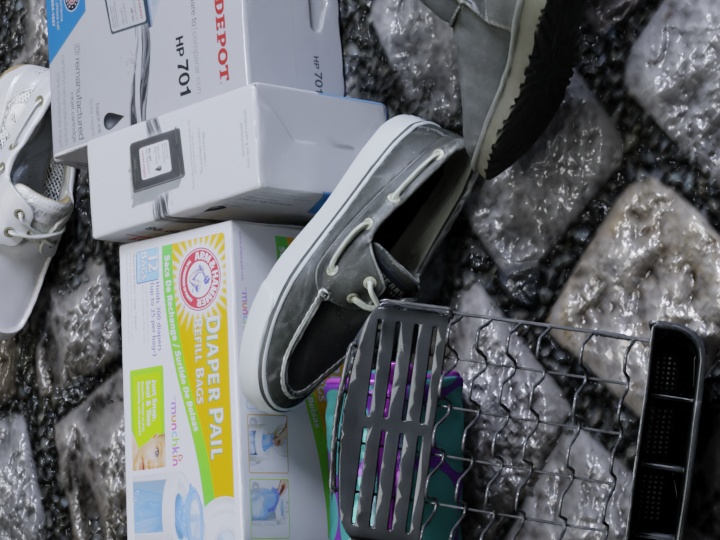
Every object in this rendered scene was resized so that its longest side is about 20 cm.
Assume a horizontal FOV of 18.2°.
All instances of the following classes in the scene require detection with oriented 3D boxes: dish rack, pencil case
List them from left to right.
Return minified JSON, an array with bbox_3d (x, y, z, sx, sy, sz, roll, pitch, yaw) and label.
[{"bbox_3d":[0.020,0.156,1.302,0.085,0.092,0.200,-1,82,6],"label":"pencil case"},{"bbox_3d":[0.081,0.093,1.217,0.200,0.055,0.154,8,90,11],"label":"dish rack"}]

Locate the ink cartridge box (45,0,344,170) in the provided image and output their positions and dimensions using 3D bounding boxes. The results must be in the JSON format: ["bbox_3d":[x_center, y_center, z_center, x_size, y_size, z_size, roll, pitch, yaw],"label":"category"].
[{"bbox_3d":[-0.113,-0.156,1.476,0.200,0.086,0.147,-15,75,45],"label":"ink cartridge box"}]

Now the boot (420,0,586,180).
[{"bbox_3d":[0.033,-0.169,1.278,0.200,0.073,0.182,35,136,21],"label":"boot"}]

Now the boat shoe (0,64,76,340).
[{"bbox_3d":[-0.238,-0.046,1.597,0.069,0.071,0.200,9,91,47],"label":"boat shoe"}]

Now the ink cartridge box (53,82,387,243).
[{"bbox_3d":[-0.090,-0.058,1.420,0.200,0.116,0.067,-15,77,44],"label":"ink cartridge box"}]

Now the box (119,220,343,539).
[{"bbox_3d":[-0.075,0.076,1.400,0.112,0.101,0.200,-12,77,44],"label":"box"}]

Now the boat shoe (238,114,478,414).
[{"bbox_3d":[0.000,0.000,1.322,0.064,0.071,0.200,25,82,44],"label":"boat shoe"}]
